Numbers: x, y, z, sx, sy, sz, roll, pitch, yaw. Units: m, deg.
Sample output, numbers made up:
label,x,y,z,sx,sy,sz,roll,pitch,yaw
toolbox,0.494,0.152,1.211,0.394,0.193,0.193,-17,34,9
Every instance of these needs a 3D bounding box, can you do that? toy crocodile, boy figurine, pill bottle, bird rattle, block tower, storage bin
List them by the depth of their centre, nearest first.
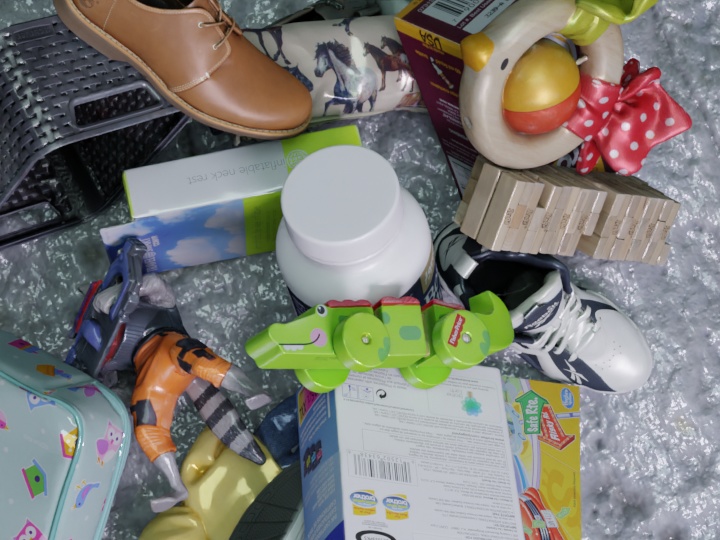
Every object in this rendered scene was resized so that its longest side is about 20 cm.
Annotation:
label,x,y,z,sx,sy,sz,roll,pitch,yaw
toy crocodile,0.018,0.043,1.037,0.199,0.067,0.062,0,71,-28
bird rattle,0.137,-0.137,1.066,0.163,0.200,0.113,-27,52,-15
pill bottle,0.000,0.000,1.119,0.110,0.200,0.112,-4,58,7
storage bin,-0.227,-0.099,1.121,0.135,0.200,0.094,-22,80,-38
block tower,0.155,-0.044,1.140,0.054,0.199,0.058,35,111,42
boy figurine,-0.083,0.170,1.163,0.200,0.064,0.124,-41,80,-8

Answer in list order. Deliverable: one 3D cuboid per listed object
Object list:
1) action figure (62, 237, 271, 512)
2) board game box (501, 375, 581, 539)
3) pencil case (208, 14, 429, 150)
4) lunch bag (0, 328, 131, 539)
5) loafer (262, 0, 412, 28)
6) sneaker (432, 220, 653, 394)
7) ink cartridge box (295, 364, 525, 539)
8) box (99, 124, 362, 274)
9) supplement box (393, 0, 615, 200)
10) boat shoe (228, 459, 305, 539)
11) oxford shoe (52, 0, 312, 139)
label,x,y,z,sx,sy,sz,roll,pitch,yaw
action figure,-0.161,0.087,1.150,0.200,0.104,0.194,-55,53,25
board game box,0.095,0.168,1.144,0.134,0.034,0.201,7,52,-3
pencil case,-0.018,-0.145,1.176,0.199,0.078,0.090,-9,87,-21
lunch bag,-0.267,0.132,1.112,0.199,0.077,0.161,22,104,27
loafer,-0.039,-0.176,1.229,0.199,0.063,0.072,-23,82,-7
sneaker,0.141,0.037,1.153,0.199,0.130,0.080,41,96,-7
ink cartridge box,0.033,0.157,1.056,0.136,0.076,0.201,10,48,-19
box,-0.096,-0.048,1.171,0.199,0.122,0.048,-11,71,-6
supplement box,0.116,-0.133,1.155,0.110,0.200,0.086,-42,45,-17
boat shoe,-0.061,0.229,1.087,0.065,0.074,0.203,34,62,-29
oxford shoe,-0.108,-0.154,1.054,0.199,0.071,0.072,29,51,-24
